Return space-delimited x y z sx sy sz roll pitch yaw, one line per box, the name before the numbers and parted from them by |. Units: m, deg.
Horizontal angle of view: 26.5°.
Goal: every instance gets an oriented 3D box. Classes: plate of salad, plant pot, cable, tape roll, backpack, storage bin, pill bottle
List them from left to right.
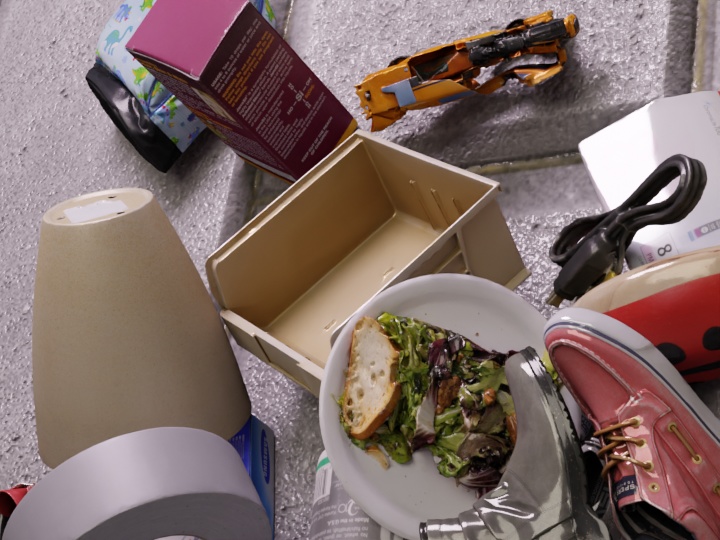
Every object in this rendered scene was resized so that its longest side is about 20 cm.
plant pot | -0.199 0.041 1.280 0.185 0.202 0.188 -8 20 3
tape roll | -0.169 0.212 1.170 0.200 0.200 0.066 -39 51 7
backpack | -0.177 -0.225 1.534 0.199 0.154 0.163 -36 43 -7
storage bin | 0.000 0.000 1.252 0.198 0.094 0.199 -41 36 -17
pill bottle | 0.013 0.238 1.153 0.112 0.113 0.202 -10 60 27
plate of salad | 0.069 0.100 1.121 0.198 0.048 0.203 1 80 -8
cable | 0.204 -0.027 1.175 0.200 0.050 0.098 -49 27 39

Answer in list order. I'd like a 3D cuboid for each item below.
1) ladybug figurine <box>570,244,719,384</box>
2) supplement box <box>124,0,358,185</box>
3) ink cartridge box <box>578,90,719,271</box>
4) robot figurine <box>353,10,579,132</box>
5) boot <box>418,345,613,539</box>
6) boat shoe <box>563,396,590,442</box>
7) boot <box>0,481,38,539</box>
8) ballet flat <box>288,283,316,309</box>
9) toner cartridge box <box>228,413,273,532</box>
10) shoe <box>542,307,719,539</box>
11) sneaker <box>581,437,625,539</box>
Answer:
ladybug figurine | 0.244 0.038 1.110 0.198 0.136 0.073 -17 64 22
supplement box | -0.106 -0.169 1.402 0.110 0.200 0.086 27 79 40
ink cartridge box | 0.288 -0.079 1.204 0.199 0.057 0.164 -32 51 19
robot figurine | 0.098 -0.177 1.338 0.198 0.145 0.059 -16 98 11
boot | 0.096 0.159 1.049 0.129 0.068 0.202 -19 68 7
boat shoe | 0.094 0.086 1.218 0.198 0.072 0.066 6 63 33
boot | -0.248 0.179 1.332 0.072 0.144 0.202 -5 59 32
ballet flat | -0.027 0.073 1.315 0.067 0.046 0.201 -33 51 11
toner cartridge box | -0.122 0.229 1.289 0.094 0.043 0.202 -15 57 23
shoe | 0.192 0.120 1.061 0.091 0.200 0.071 -48 2 -37
sneaker | 0.144 0.213 1.104 0.074 0.082 0.202 7 68 35
